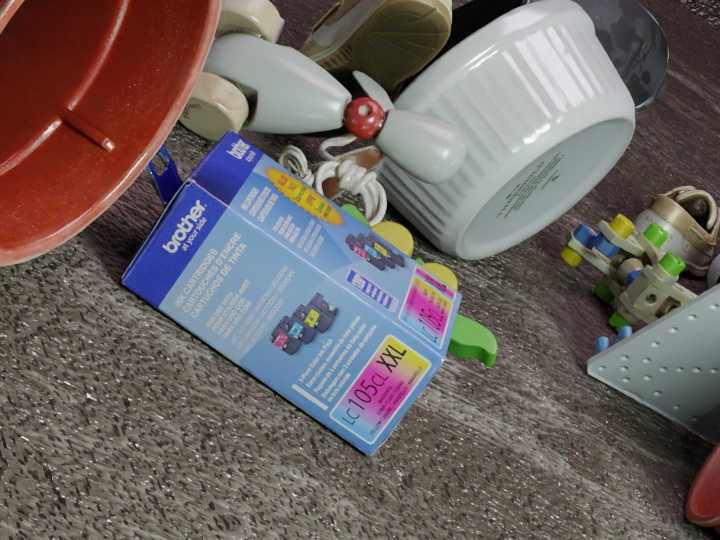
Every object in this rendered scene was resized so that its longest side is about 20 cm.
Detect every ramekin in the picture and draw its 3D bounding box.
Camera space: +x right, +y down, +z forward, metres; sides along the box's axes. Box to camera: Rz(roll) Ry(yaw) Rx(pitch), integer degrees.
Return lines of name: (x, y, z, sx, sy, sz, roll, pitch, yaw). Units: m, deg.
ramekin: (0.105, -0.092, 1.762, 0.094, 0.202, 0.202, 53, 20, 17)

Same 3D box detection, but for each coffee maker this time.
coffee maker: (0.113, -0.169, 1.946, 0.192, 0.200, 0.135, 17, 67, -26)

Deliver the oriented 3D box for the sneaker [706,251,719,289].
sneaker: (0.343, -0.007, 2.199, 0.200, 0.081, 0.147, 25, 22, -43)

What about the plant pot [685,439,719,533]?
plant pot: (0.347, 0.151, 1.587, 0.195, 0.201, 0.201, 43, 15, -5)

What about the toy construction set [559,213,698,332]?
toy construction set: (0.260, 0.026, 1.941, 0.200, 0.092, 0.131, 13, 25, -30)

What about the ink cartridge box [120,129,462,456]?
ink cartridge box: (-0.048, 0.001, 1.371, 0.200, 0.076, 0.136, 34, 16, -3)

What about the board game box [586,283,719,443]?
board game box: (0.294, 0.060, 1.717, 0.200, 0.200, 0.026, 28, 49, -27)

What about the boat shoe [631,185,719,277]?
boat shoe: (0.291, -0.040, 2.217, 0.074, 0.069, 0.200, 39, 16, 11)

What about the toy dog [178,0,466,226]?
toy dog: (-0.037, -0.099, 1.656, 0.200, 0.132, 0.096, 43, -22, 9)

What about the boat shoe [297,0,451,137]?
boat shoe: (0.003, -0.156, 1.725, 0.074, 0.200, 0.066, 30, 54, -23)

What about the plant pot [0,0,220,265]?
plant pot: (-0.206, -0.138, 1.226, 0.195, 0.201, 0.201, 34, 14, 22)

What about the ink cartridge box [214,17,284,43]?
ink cartridge box: (-0.151, -0.208, 1.798, 0.200, 0.057, 0.163, 29, 12, -4)

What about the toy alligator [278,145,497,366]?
toy alligator: (0.000, 0.000, 1.520, 0.054, 0.059, 0.200, -33, 63, -30)
